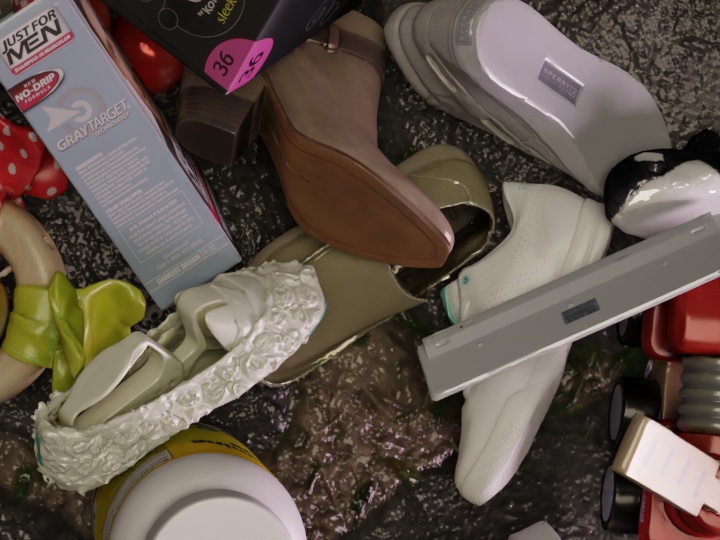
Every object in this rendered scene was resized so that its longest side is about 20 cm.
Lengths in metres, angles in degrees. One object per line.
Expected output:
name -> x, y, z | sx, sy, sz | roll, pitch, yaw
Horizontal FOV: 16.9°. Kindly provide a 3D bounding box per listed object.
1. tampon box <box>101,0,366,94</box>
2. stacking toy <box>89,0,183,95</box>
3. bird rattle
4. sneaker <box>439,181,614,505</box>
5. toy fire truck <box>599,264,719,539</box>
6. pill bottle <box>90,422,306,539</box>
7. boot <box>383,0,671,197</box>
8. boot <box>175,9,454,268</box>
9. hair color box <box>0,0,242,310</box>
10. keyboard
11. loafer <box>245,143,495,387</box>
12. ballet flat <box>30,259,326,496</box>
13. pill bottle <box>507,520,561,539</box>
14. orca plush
tampon box -> -0.049, -0.220, 1.381 | 0.126, 0.200, 0.150 | 37, 123, 6
stacking toy -> -0.200, -0.144, 1.457 | 0.198, 0.085, 0.086 | 5, 86, -12
bird rattle -> -0.226, 0.003, 1.434 | 0.163, 0.113, 0.201 | -33, 87, 10
sneaker -> 0.084, 0.041, 1.479 | 0.088, 0.075, 0.201 | 21, 78, 8
toy fire truck -> 0.194, 0.078, 1.413 | 0.128, 0.200, 0.177 | 7, 86, -5
pill bottle -> -0.091, 0.153, 1.376 | 0.112, 0.200, 0.113 | -1, 95, -11
boot -> 0.103, -0.107, 1.481 | 0.200, 0.095, 0.074 | 39, 72, -36
boot -> -0.015, -0.096, 1.442 | 0.199, 0.070, 0.147 | 29, 45, 1
hair color box -> -0.149, -0.086, 1.399 | 0.060, 0.099, 0.201 | -32, 118, 3
keyboard -> 0.128, 0.021, 1.422 | 0.199, 0.056, 0.011 | -24, 128, 5
loafer -> 0.000, 0.000, 1.455 | 0.200, 0.068, 0.076 | -41, 123, -7
ballet flat -> -0.103, 0.050, 1.372 | 0.200, 0.072, 0.072 | -38, 91, -14
pill bottle -> 0.040, 0.230, 1.434 | 0.199, 0.111, 0.112 | -27, 89, -6
orca plush -> 0.233, -0.065, 1.488 | 0.198, 0.105, 0.072 | -9, 62, -12
